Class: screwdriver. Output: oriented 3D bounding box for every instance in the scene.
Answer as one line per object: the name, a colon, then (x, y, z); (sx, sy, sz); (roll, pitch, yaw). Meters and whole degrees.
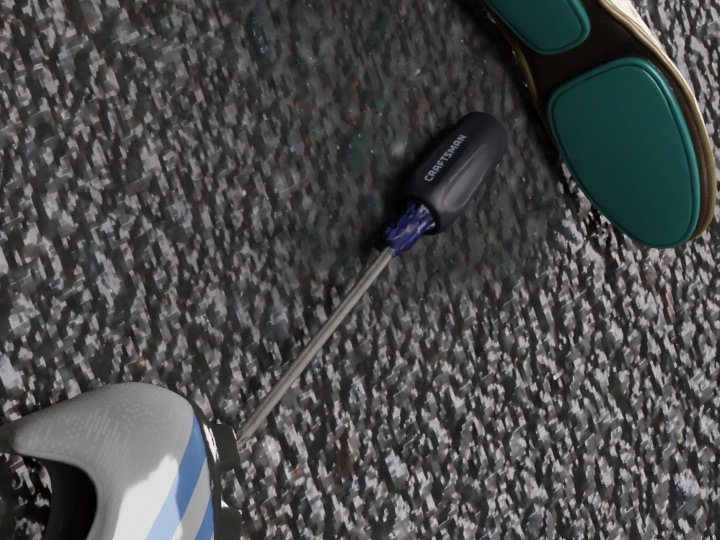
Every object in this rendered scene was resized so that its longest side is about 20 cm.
screwdriver: (0.000, 0.000, 0.921); (0.029, 0.028, 0.200); (42, 51, 3)

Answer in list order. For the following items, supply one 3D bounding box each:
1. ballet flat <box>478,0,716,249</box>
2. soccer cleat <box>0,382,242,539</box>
ballet flat: (0.097, -0.099, 1.009); (0.200, 0.069, 0.063); (56, 36, -27)
soccer cleat: (-0.082, 0.138, 0.798); (0.086, 0.070, 0.200); (-4, 85, -30)
